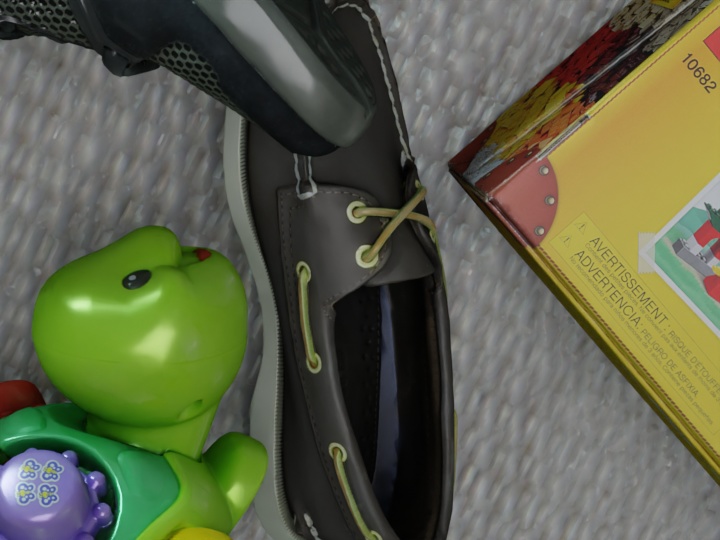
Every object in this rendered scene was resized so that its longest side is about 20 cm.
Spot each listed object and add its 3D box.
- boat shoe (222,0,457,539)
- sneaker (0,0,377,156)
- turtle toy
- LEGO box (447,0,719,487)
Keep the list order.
[{"bbox_3d":[0.000,0.000,0.899,0.072,0.061,0.201,-19,111,-45],"label":"boat shoe"},{"bbox_3d":[-0.093,-0.084,0.812,0.199,0.076,0.114,40,103,-1],"label":"sneaker"},{"bbox_3d":[-0.096,0.080,0.864,0.101,0.146,0.200,35,93,-22],"label":"turtle toy"},{"bbox_3d":[0.152,-0.006,0.922,0.149,0.077,0.200,-41,102,0],"label":"LEGO box"}]
